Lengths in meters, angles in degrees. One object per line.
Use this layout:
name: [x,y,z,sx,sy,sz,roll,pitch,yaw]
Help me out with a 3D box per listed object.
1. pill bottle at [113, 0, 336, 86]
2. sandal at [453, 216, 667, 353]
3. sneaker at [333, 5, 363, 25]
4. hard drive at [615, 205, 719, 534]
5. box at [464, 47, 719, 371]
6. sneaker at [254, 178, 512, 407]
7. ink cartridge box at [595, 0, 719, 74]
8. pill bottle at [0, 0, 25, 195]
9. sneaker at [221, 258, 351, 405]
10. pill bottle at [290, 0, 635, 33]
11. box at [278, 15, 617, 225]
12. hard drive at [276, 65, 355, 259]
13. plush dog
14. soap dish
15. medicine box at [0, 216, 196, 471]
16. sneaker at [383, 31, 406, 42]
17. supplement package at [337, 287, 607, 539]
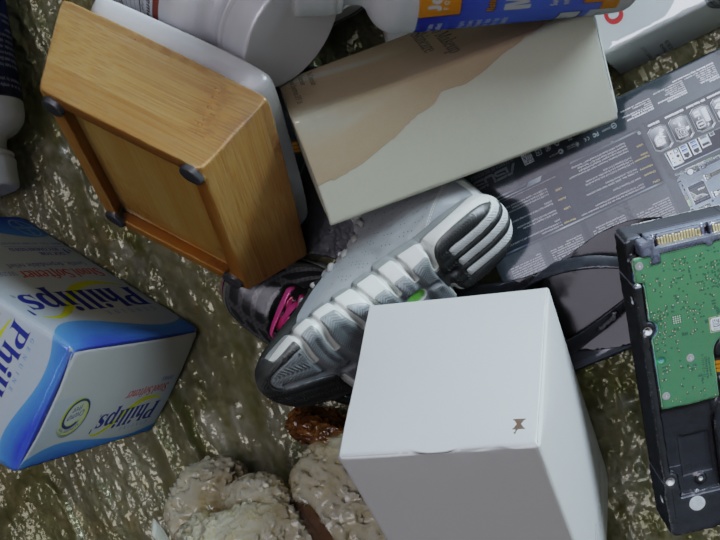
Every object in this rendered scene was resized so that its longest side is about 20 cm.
pill bottle: [-0.114,-0.209,0.785,0.200,0.112,0.112,38,103,22]
sandal: [0.134,0.024,0.769,0.200,0.043,0.076,-22,85,19]
sneaker: [-0.068,-0.206,0.866,0.199,0.079,0.079,2,87,28]
hard drive: [0.241,0.056,0.728,0.139,0.038,0.201,-14,109,0]
box: [0.187,-0.034,0.799,0.200,0.051,0.158,-26,83,18]
sneaker: [0.000,0.000,0.803,0.200,0.075,0.116,-37,44,-1]
ink cartridge box: [0.223,-0.238,0.762,0.200,0.084,0.146,-26,82,19]
pill bottle: [-0.334,-0.159,0.953,0.111,0.111,0.201,-12,88,20]
sneaker: [-0.024,0.046,0.858,0.200,0.087,0.074,29,101,17]
pill bottle: [0.056,-0.196,0.680,0.199,0.112,0.112,-7,89,-5]
box: [0.055,-0.111,0.771,0.199,0.095,0.078,-21,117,-2]
hard drive: [-0.037,-0.083,0.886,0.199,0.038,0.140,11,95,20]
plush dog: [-0.037,0.190,0.850,0.172,0.160,0.200,-36,78,-7]
soap dish: [-0.121,-0.077,0.794,0.157,0.200,0.081,27,68,17]
medicine box: [-0.260,0.046,0.893,0.200,0.182,0.103,29,101,17]
sneaker: [0.028,-0.213,0.841,0.200,0.078,0.100,35,107,18]
supplement package: [0.082,0.123,0.751,0.121,0.200,0.120,-6,45,20]
